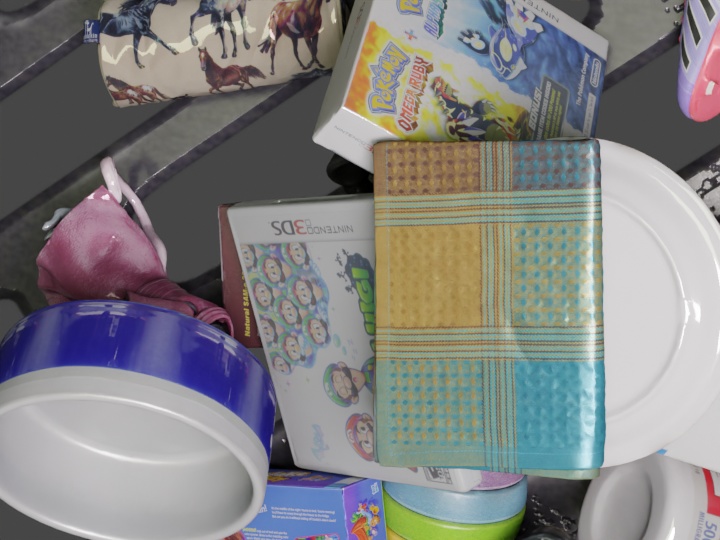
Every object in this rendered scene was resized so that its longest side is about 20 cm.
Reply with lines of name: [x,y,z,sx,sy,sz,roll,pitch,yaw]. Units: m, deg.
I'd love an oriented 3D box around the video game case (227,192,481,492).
video game case: [-0.008,0.047,1.052,0.182,0.024,0.200,0,108,50]

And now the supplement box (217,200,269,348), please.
supplement box: [0.000,0.000,1.143,0.200,0.061,0.109,-1,95,10]

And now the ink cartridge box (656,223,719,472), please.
ink cartridge box: [0.243,0.045,1.015,0.147,0.200,0.145,15,95,28]

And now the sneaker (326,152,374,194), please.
sneaker: [0.015,-0.097,1.091,0.087,0.074,0.200,-11,62,-2]

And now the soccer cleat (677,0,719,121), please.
soccer cleat: [0.254,-0.205,1.087,0.076,0.067,0.200,25,106,39]

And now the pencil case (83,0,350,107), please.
pencil case: [-0.098,-0.176,1.140,0.200,0.078,0.089,-7,108,11]

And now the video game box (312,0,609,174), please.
video game box: [0.074,-0.123,1.034,0.182,0.200,0.047,27,140,-15]

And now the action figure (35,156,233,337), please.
action figure: [-0.145,0.032,1.141,0.200,0.134,0.149,26,73,31]

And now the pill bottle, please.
pill bottle: [0.258,0.189,1.053,0.200,0.112,0.112,19,99,-21]

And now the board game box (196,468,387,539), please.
board game box: [-0.070,0.215,1.138,0.200,0.045,0.135,-2,95,38]

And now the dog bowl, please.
dog bowl: [-0.159,0.108,1.057,0.200,0.200,0.079,0,51,11]

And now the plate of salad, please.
plate of salad: [0.131,0.019,0.937,0.200,0.048,0.200,4,99,24]

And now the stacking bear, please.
stacking bear: [0.066,0.184,1.122,0.121,0.114,0.200,23,113,42]

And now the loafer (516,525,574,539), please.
loafer: [0.108,0.251,1.087,0.073,0.072,0.200,27,122,12]

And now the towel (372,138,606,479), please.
towel: [0.075,0.022,0.926,0.147,0.022,0.200,2,96,24]
